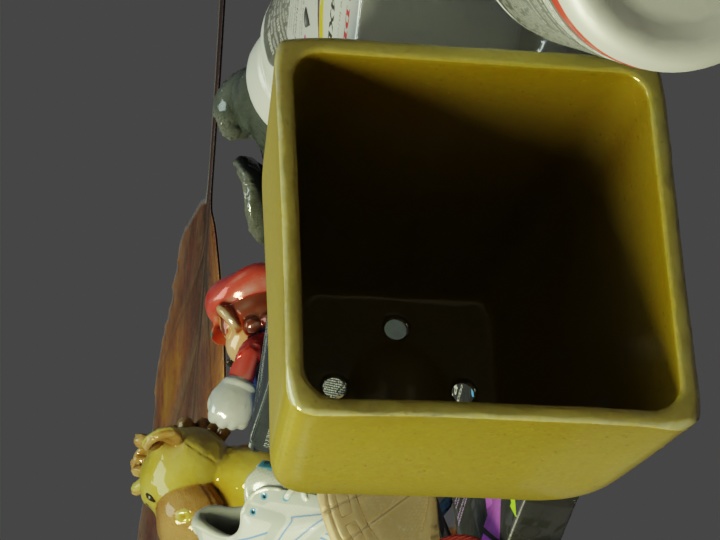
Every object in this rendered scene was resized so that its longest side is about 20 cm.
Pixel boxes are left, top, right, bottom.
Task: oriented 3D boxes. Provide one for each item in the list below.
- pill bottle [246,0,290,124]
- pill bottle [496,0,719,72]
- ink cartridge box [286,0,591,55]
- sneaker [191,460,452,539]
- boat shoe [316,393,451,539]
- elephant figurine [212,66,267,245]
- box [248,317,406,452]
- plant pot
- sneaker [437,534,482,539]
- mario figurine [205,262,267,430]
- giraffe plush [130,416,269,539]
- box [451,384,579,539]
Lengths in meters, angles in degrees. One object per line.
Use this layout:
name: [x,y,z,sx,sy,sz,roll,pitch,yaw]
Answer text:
pill bottle: [0.002,-0.161,1.574,0.200,0.112,0.114,137,136,-59]
pill bottle: [0.114,-0.155,1.092,0.200,0.115,0.117,-139,53,-75]
ink cartridge box: [0.050,-0.162,1.326,0.200,0.145,0.148,-116,31,-66]
sneaker: [-0.030,0.156,1.573,0.087,0.199,0.075,59,-153,-11]
boat shoe: [0.024,0.171,1.465,0.201,0.072,0.065,64,173,5]
elephant figurine: [-0.027,-0.060,1.789,0.141,0.154,0.202,-19,76,42]
box: [0.000,0.000,1.544,0.182,0.103,0.202,108,171,-65]
plant pot: [0.040,0.022,1.221,0.200,0.194,0.196,113,157,-62]
sneaker: [0.092,0.234,1.285,0.200,0.078,0.116,-122,8,-54]
mario figurine: [-0.060,0.083,1.826,0.124,0.106,0.200,48,-174,-48]
giraffe plush: [-0.101,0.171,1.937,0.201,0.161,0.174,-104,20,-54]
box: [0.080,0.088,1.396,0.144,0.036,0.201,105,165,-45]
